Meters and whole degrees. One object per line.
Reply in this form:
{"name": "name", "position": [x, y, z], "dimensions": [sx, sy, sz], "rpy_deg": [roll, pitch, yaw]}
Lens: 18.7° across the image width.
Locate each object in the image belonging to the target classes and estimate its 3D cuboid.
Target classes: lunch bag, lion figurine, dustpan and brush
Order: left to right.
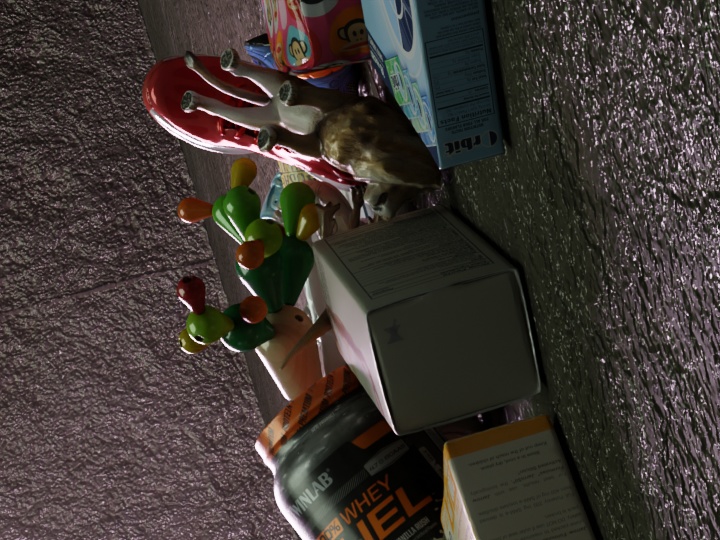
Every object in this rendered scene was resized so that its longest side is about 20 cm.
{"name": "lunch bag", "position": [-0.038, -0.231, 1.571], "dimensions": [0.200, 0.082, 0.176], "rpy_deg": [-153, 50, -81]}
{"name": "lion figurine", "position": [-0.034, -0.107, 1.526], "dimensions": [0.200, 0.122, 0.073], "rpy_deg": [41, 114, 49]}
{"name": "dustpan and brush", "position": [-0.017, 0.065, 1.649], "dimensions": [0.140, 0.057, 0.200], "rpy_deg": [-89, -1, -82]}

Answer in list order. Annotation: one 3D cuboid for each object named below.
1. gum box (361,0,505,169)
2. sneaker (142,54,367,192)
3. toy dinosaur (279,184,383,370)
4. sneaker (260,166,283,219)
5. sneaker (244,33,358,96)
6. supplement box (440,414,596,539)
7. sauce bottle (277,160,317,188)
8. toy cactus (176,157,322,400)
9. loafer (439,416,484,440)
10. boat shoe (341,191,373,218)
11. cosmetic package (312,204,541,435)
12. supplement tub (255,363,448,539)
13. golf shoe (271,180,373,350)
{"name": "gum box", "position": [0.031, -0.185, 1.297], "dimensions": [0.170, 0.045, 0.200], "rpy_deg": [-119, 17, -60]}
{"name": "sneaker", "position": [-0.059, -0.117, 1.627], "dimensions": [0.116, 0.200, 0.078], "rpy_deg": [173, 111, -77]}
{"name": "toy dinosaur", "position": [0.000, 0.000, 1.571], "dimensions": [0.200, 0.058, 0.101], "rpy_deg": [-44, -47, -63]}
{"name": "sneaker", "position": [-0.059, -0.077, 2.011], "dimensions": [0.074, 0.082, 0.200], "rpy_deg": [91, 163, -60]}
{"name": "sneaker", "position": [-0.046, -0.160, 1.809], "dimensions": [0.200, 0.075, 0.078], "rpy_deg": [-124, 17, -72]}
{"name": "supplement box", "position": [0.111, 0.208, 1.349], "dimensions": [0.126, 0.073, 0.200], "rpy_deg": [88, 165, -61]}
{"name": "sauce bottle", "position": [-0.032, -0.065, 1.915], "dimensions": [0.066, 0.066, 0.200], "rpy_deg": [-153, 47, -80]}
{"name": "toy cactus", "position": [-0.075, 0.019, 1.561], "dimensions": [0.200, 0.102, 0.165], "rpy_deg": [-70, -35, -60]}
{"name": "loafer", "position": [0.075, 0.180, 1.637], "dimensions": [0.063, 0.072, 0.200], "rpy_deg": [-83, -7, -58]}
{"name": "boat shoe", "position": [-0.020, -0.021, 1.819], "dimensions": [0.075, 0.086, 0.202], "rpy_deg": [-113, 11, -49]}
{"name": "cosmetic package", "position": [0.040, 0.028, 1.427], "dimensions": [0.200, 0.103, 0.087], "rpy_deg": [-126, 21, -74]}
{"name": "supplement tub", "position": [0.025, 0.168, 1.505], "dimensions": [0.200, 0.123, 0.123], "rpy_deg": [50, 166, 13]}
{"name": "golf shoe", "position": [-0.012, -0.020, 1.720], "dimensions": [0.097, 0.078, 0.200], "rpy_deg": [-58, -26, -28]}
